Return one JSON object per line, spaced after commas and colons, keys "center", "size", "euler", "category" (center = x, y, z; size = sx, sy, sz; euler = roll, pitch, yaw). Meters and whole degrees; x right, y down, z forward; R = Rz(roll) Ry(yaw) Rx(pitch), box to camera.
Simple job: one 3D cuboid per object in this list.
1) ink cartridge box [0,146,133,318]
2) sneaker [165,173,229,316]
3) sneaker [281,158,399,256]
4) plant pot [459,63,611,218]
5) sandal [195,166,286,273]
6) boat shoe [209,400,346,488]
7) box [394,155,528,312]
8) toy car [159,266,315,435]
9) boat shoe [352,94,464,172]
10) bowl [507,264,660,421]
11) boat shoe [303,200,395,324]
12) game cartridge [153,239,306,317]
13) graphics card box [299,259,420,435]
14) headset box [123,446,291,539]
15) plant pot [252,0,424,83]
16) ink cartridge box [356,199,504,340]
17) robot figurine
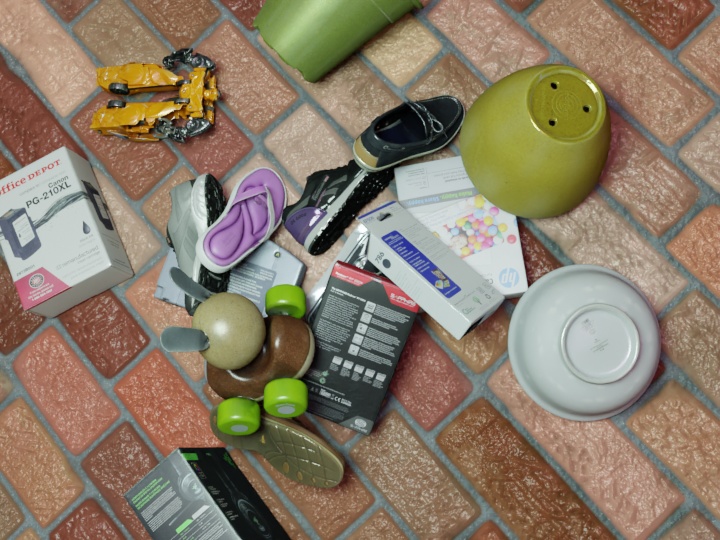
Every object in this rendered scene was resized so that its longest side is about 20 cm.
{"center": [-0.441, -0.056, 1.260], "size": [0.144, 0.084, 0.201], "euler": [-26, 76, 4], "category": "ink cartridge box"}
{"center": [-0.229, -0.032, 1.195], "size": [0.079, 0.074, 0.202], "euler": [-9, 71, 18], "category": "sneaker"}
{"center": [-0.031, -0.123, 1.207], "size": [0.200, 0.076, 0.088], "euler": [-46, 69, -1], "category": "sneaker"}
{"center": [0.239, -0.182, 1.107], "size": [0.198, 0.142, 0.202], "euler": [1, 77, -6], "category": "plant pot"}
{"center": [-0.149, -0.072, 1.182], "size": [0.082, 0.050, 0.203], "euler": [42, 48, -16], "category": "sandal"}
{"center": [-0.102, 0.218, 1.148], "size": [0.199, 0.068, 0.072], "euler": [22, 116, 18], "category": "boat shoe"}
{"center": [0.135, -0.054, 1.179], "size": [0.155, 0.041, 0.202], "euler": [-9, 79, 8], "category": "box"}
{"center": [-0.168, 0.083, 1.056], "size": [0.157, 0.200, 0.165], "euler": [-25, 51, 29], "category": "toy car"}
{"center": [0.075, -0.195, 1.167], "size": [0.199, 0.062, 0.075], "euler": [-30, 74, -33], "category": "boat shoe"}
{"center": [0.289, 0.090, 1.078], "size": [0.199, 0.090, 0.203], "euler": [0, 87, 1], "category": "bowl"}
{"center": [0.000, 0.000, 1.176], "size": [0.068, 0.072, 0.200], "euler": [38, 90, 17], "category": "boat shoe"}
{"center": [-0.182, 0.008, 1.227], "size": [0.199, 0.042, 0.134], "euler": [18, 79, 13], "category": "game cartridge"}
{"center": [-0.009, 0.100, 1.131], "size": [0.125, 0.051, 0.201], "euler": [20, 98, 0], "category": "graphics card box"}
{"center": [-0.184, 0.319, 1.094], "size": [0.093, 0.174, 0.200], "euler": [-41, 74, 1], "category": "headset box"}
{"center": [-0.046, -0.372, 1.215], "size": [0.190, 0.200, 0.200], "euler": [-45, 75, 13], "category": "plant pot"}
{"center": [0.083, -0.004, 1.108], "size": [0.200, 0.099, 0.039], "euler": [44, 127, 15], "category": "ink cartridge box"}
{"center": [-0.299, -0.255, 1.288], "size": [0.198, 0.058, 0.146], "euler": [0, 79, 11], "category": "robot figurine"}
